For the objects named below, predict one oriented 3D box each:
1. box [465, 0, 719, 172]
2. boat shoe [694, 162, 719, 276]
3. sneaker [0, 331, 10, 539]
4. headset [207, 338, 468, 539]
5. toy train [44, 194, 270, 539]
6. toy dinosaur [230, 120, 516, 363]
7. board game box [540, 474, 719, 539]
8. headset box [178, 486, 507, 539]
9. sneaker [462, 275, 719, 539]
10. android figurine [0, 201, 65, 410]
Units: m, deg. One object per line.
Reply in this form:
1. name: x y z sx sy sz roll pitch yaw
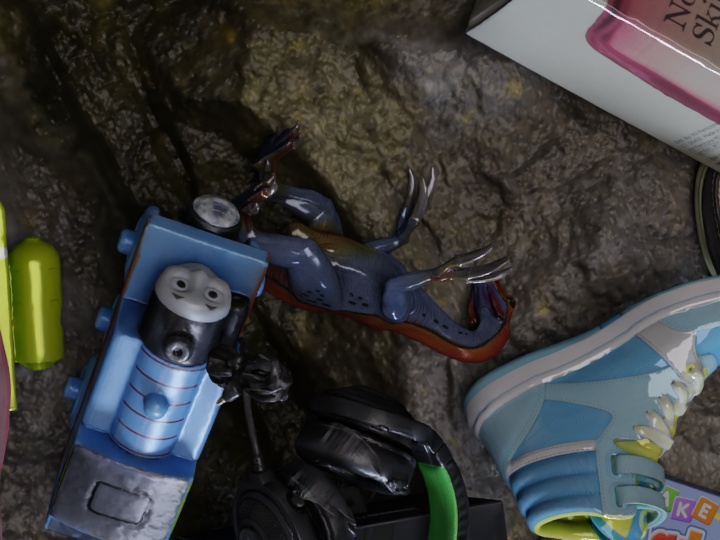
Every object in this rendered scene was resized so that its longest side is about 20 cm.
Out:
1. box: 0.183 -0.159 1.119 0.199 0.109 0.128 26 71 -15
2. boat shoe: 0.263 0.017 1.197 0.073 0.065 0.201 -24 100 -8
3. sneaker: -0.220 0.099 1.026 0.075 0.105 0.202 1 91 -13
4. headset: -0.011 0.112 1.006 0.124 0.094 0.200 -50 118 -22
5. toy train: -0.109 0.057 1.061 0.086 0.114 0.201 18 121 -11
6. toy dinosaur: 0.000 0.000 1.146 0.199 0.105 0.182 -29 115 25
7. board game box: 0.170 0.226 1.213 0.151 0.037 0.201 18 91 -15
8. headset box: -0.003 0.226 1.112 0.173 0.093 0.201 -8 91 -26
9. sneaker: 0.171 0.092 1.139 0.199 0.080 0.131 -26 60 7
10. android figurine: -0.256 0.018 1.083 0.181 0.041 0.201 -6 98 -13
